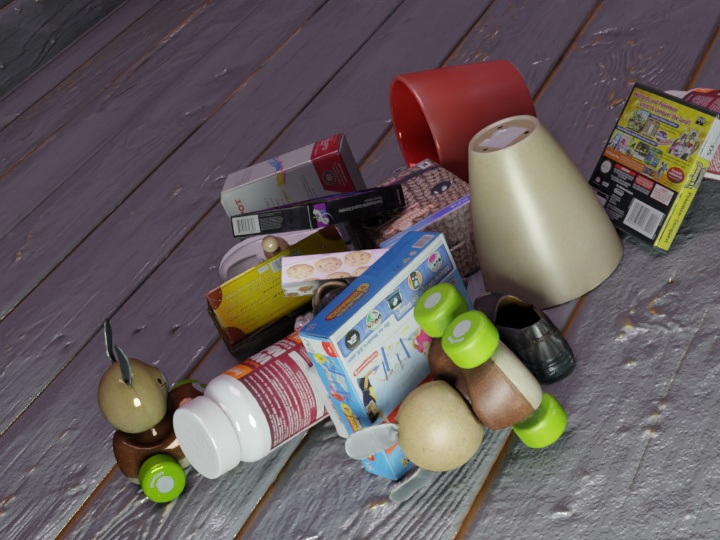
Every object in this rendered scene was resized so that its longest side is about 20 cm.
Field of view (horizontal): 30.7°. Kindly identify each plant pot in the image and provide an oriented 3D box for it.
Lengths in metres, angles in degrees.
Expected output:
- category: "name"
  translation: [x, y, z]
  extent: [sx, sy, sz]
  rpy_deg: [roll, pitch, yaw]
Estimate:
- category: "plant pot"
  translation: [0.161, -0.226, 1.995]
  extent: [0.176, 0.202, 0.200]
  rpy_deg: [-19, 24, -12]
- category: "plant pot"
  translation: [0.213, -0.085, 1.649]
  extent: [0.186, 0.201, 0.188]
  rpy_deg: [-19, 27, 10]

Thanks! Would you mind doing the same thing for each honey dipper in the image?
- category: "honey dipper"
  translation: [-0.120, -0.031, 1.795]
  extent: [0.038, 0.038, 0.200]
  rpy_deg: [-25, -2, 0]

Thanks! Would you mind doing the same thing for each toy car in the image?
- category: "toy car"
  translation: [0.084, 0.150, 1.384]
  extent: [0.200, 0.164, 0.158]
  rpy_deg: [-42, 27, -1]
- category: "toy car"
  translation: [-0.259, 0.151, 1.618]
  extent: [0.157, 0.201, 0.164]
  rpy_deg: [-31, 27, -12]

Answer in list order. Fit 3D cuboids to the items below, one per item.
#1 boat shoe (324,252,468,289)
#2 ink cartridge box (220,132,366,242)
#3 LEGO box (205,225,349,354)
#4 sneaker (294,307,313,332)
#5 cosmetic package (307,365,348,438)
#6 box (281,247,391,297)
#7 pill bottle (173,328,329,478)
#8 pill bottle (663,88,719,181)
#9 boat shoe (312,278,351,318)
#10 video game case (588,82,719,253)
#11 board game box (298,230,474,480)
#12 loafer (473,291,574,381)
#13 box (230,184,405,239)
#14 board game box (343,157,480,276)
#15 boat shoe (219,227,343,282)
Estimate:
- category: "boat shoe"
  translation: [0.040, 0.010, 1.681]
  extent: [0.199, 0.060, 0.072]
  rpy_deg: [19, 3, 16]
- category: "ink cartridge box"
  translation: [-0.094, -0.104, 2.013]
  extent: [0.198, 0.147, 0.083]
  rpy_deg: [-18, 25, 13]
- category: "LEGO box"
  translation: [-0.108, 0.027, 1.792]
  extent: [0.199, 0.078, 0.149]
  rpy_deg: [-30, -5, -9]
- category: "sneaker"
  translation: [-0.019, 0.084, 1.691]
  extent: [0.107, 0.068, 0.201]
  rpy_deg: [-31, 23, -10]
- category: "cosmetic package"
  translation: [0.044, 0.105, 1.555]
  extent: [0.200, 0.102, 0.071]
  rpy_deg: [-38, 28, -26]
- category: "box"
  translation: [0.000, 0.000, 1.631]
  extent: [0.198, 0.039, 0.042]
  rpy_deg: [-4, 62, 5]
- category: "pill bottle"
  translation: [-0.116, 0.157, 1.552]
  extent: [0.199, 0.110, 0.109]
  rpy_deg: [-29, 24, -33]
- category: "pill bottle"
  translation: [0.464, -0.174, 1.693]
  extent: [0.114, 0.115, 0.200]
  rpy_deg: [-34, 28, -19]
- category: "boat shoe"
  translation: [-0.024, 0.041, 1.564]
  extent: [0.073, 0.065, 0.200]
  rpy_deg: [-36, 5, -5]
- category: "video game case"
  translation: [0.371, -0.135, 1.680]
  extent: [0.182, 0.025, 0.200]
  rpy_deg: [-66, 25, 10]
- category: "board game box"
  translation: [0.049, 0.092, 1.466]
  extent: [0.056, 0.197, 0.200]
  rpy_deg: [6, 39, 48]
- category: "loafer"
  translation: [0.185, 0.057, 1.552]
  extent: [0.072, 0.073, 0.200]
  rpy_deg: [-32, 26, -12]
- category: "box"
  translation: [-0.054, -0.079, 1.748]
  extent: [0.142, 0.036, 0.199]
  rpy_deg: [-6, 6, 40]
- category: "board game box"
  translation: [0.082, -0.056, 1.827]
  extent: [0.159, 0.097, 0.200]
  rpy_deg: [-29, 26, -9]
- category: "boat shoe"
  translation: [-0.122, -0.018, 1.962]
  extent: [0.199, 0.074, 0.065]
  rpy_deg: [-20, 22, 12]
